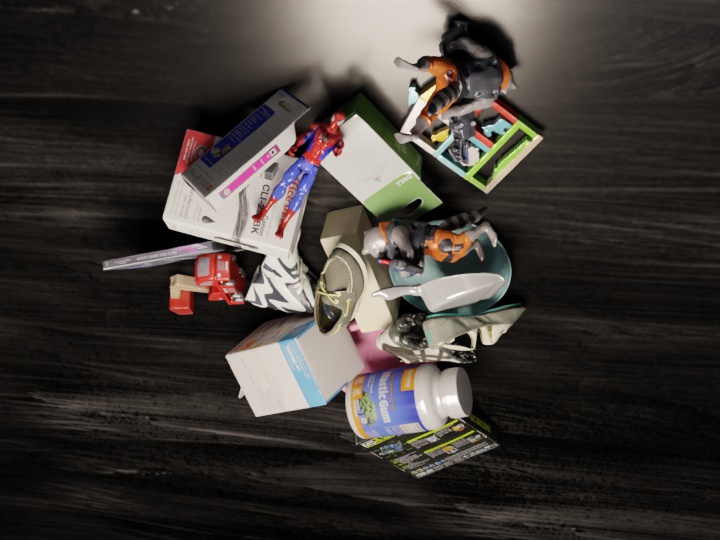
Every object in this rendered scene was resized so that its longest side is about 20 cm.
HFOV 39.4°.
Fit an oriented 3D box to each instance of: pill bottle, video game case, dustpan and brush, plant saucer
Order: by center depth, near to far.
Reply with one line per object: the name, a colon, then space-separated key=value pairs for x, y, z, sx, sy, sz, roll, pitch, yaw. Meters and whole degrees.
dustpan and brush: x=0.117 y=0.032 z=1.569 sx=0.198 sy=0.058 sz=0.140 roll=-16 pitch=168 yaw=-10
plant saucer: x=0.146 y=-0.008 z=1.634 sx=0.198 sy=0.028 sz=0.202 roll=6 pitch=129 yaw=7
video game case: x=-0.299 y=-0.025 z=1.643 sx=0.198 sy=0.143 sz=0.019 roll=-8 pitch=90 yaw=18
pill bottle: x=0.084 y=0.218 z=1.703 sx=0.198 sy=0.113 sz=0.113 roll=-12 pitch=126 yaw=24
plant saucer: x=0.037 y=0.152 z=1.770 sx=0.198 sy=0.051 sz=0.202 roll=5 pitch=130 yaw=6

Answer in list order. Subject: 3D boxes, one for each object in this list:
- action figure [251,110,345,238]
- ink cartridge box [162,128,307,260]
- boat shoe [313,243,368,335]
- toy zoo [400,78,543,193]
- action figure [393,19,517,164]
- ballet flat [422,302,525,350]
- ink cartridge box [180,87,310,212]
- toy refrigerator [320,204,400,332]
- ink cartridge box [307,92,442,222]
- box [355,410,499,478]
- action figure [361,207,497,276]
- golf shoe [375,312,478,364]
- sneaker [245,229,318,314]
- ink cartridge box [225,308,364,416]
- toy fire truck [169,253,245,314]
action figure: x=-0.082 y=-0.139 z=1.416 sx=0.065 sy=0.099 sz=0.201 roll=34 pitch=100 yaw=-2
ink cartridge box: x=-0.182 y=-0.114 z=1.526 sx=0.198 sy=0.146 sz=0.084 roll=14 pitch=172 yaw=-3
boat shoe: x=-0.036 y=0.034 z=1.568 sx=0.072 sy=0.060 sz=0.202 roll=36 pitch=150 yaw=17
toy zoo: x=0.150 y=-0.212 z=1.470 sx=0.199 sy=0.021 sz=0.131 roll=33 pitch=127 yaw=-16
action figure: x=0.135 y=-0.226 z=1.360 sx=0.104 sy=0.192 sz=0.202 roll=22 pitch=129 yaw=51
ballet flat: x=0.188 y=0.095 z=1.628 sx=0.198 sy=0.064 sz=0.067 roll=-6 pitch=169 yaw=-30
ink cartridge box: x=-0.161 y=-0.176 z=1.449 sx=0.200 sy=0.095 sz=0.037 roll=-43 pitch=132 yaw=-6
toy refrigerator: x=0.000 y=0.000 z=1.637 sx=0.069 sy=0.076 sz=0.201 roll=-11 pitch=127 yaw=19
ink cartridge box: x=0.025 y=-0.158 z=1.511 sx=0.103 sy=0.060 sz=0.200 roll=-31 pitch=120 yaw=30
box: x=0.124 y=0.304 z=1.852 sx=0.199 sy=0.048 sz=0.193 roll=-29 pitch=132 yaw=30
action figure: x=0.096 y=-0.043 z=1.527 sx=0.191 sy=0.200 sz=0.106 roll=0 pitch=89 yaw=-4
golf shoe: x=0.111 y=0.117 z=1.671 sx=0.199 sy=0.079 sz=0.094 roll=19 pitch=148 yaw=-39
sneaker: x=-0.102 y=0.005 z=1.659 sx=0.128 sy=0.080 sz=0.200 roll=22 pitch=130 yaw=-9
ink cartridge box: x=-0.121 y=0.156 z=1.714 sx=0.199 sy=0.128 sz=0.126 roll=-15 pitch=106 yaw=39
toy fire truck: x=-0.262 y=0.023 z=1.664 sx=0.139 sy=0.049 sz=0.200 roll=-2 pitch=162 yaw=3
